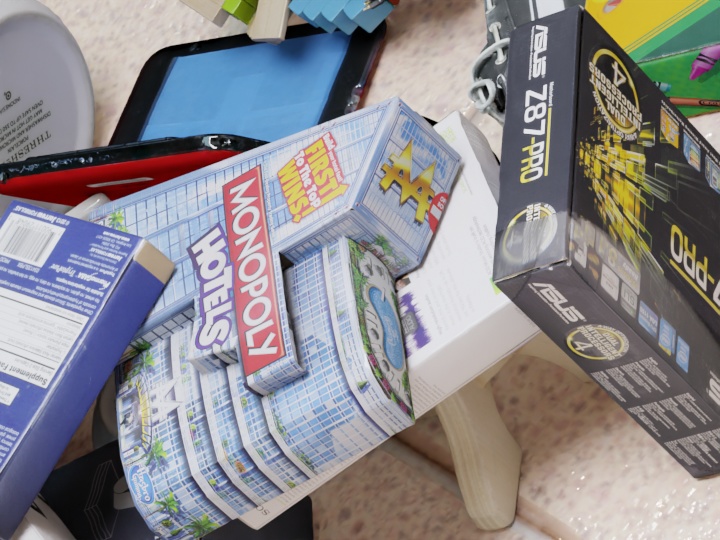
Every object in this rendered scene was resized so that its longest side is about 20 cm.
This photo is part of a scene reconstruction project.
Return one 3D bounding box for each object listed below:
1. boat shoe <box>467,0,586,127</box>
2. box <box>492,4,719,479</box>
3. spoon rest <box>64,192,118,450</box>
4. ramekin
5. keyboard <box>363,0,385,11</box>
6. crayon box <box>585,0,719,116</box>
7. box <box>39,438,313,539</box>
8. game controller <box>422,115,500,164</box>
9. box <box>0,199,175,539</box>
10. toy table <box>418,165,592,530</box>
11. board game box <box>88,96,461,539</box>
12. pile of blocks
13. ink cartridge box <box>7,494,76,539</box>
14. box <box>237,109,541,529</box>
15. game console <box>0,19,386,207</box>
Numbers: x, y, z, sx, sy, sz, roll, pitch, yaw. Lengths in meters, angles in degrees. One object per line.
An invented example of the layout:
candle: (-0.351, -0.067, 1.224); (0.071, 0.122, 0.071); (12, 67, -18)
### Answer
boat shoe: (0.096, -0.111, 1.715); (0.068, 0.074, 0.200); (-21, 46, 20)
box: (0.140, -0.013, 1.505); (0.049, 0.200, 0.161); (-16, 48, 32)
spoon rest: (-0.131, 0.048, 1.801); (0.099, 0.061, 0.200); (-31, 56, 18)
ramekin: (-0.252, -0.093, 1.906); (0.094, 0.202, 0.203); (7, 63, 31)
keyboard: (0.058, -0.216, 1.773); (0.200, 0.021, 0.127); (-9, 52, 29)
crayon box: (0.198, -0.183, 1.702); (0.119, 0.058, 0.200); (-11, 52, 34)
box: (-0.132, 0.210, 1.614); (0.200, 0.117, 0.197); (-26, 44, 23)
game controller: (0.000, 0.000, 1.732); (0.104, 0.042, 0.200); (23, 75, 47)
box: (-0.189, 0.063, 1.536); (0.121, 0.032, 0.200); (16, 70, 48)
toy table: (0.058, 0.032, 1.600); (0.200, 0.117, 0.184); (-3, 57, 39)
board game box: (-0.039, 0.010, 1.514); (0.200, 0.062, 0.200); (-30, 43, 22)
pile of blocks: (-0.021, -0.171, 1.859); (0.200, 0.062, 0.082); (5, 75, 34)
ink cartridge box: (-0.231, 0.164, 1.580); (0.146, 0.084, 0.200); (-45, 41, -1)
box: (-0.002, 0.025, 1.544); (0.200, 0.036, 0.144); (-35, 42, 14)
game console: (-0.109, -0.105, 1.854); (0.200, 0.172, 0.119); (-7, 81, 36)
